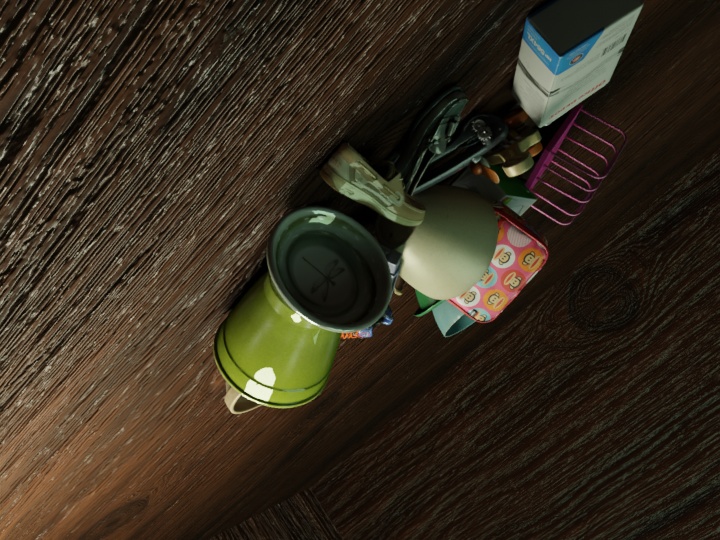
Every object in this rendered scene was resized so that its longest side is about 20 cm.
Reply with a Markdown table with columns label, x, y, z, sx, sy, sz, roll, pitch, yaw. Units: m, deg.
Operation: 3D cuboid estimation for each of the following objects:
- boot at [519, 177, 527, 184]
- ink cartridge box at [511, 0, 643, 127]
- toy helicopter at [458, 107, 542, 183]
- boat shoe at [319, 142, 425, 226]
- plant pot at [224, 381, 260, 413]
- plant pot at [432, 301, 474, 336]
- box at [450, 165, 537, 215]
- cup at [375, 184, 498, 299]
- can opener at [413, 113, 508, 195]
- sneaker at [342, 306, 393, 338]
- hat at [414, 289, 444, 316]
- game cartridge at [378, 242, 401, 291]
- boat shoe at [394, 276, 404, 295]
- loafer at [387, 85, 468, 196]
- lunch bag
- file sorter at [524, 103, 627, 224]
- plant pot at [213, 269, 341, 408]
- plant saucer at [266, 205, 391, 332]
| label | x | y | z | sx | sy | sz | roll | pitch | yaw |
| --- | --- | --- | --- | --- | --- | --- | --- | --- | --- |
| boot | 0.285 | -0.115 | 1.656 | 0.131 | 0.068 | 0.200 | -23 | 160 | -52 |
| ink cartridge box | 0.312 | -0.323 | 1.124 | 0.146 | 0.084 | 0.200 | -34 | 163 | -7 |
| toy helicopter | 0.231 | -0.187 | 1.224 | 0.132 | 0.079 | 0.200 | -26 | -161 | 11 |
| boat shoe | 0.033 | -0.119 | 1.072 | 0.200 | 0.071 | 0.065 | 20 | 113 | -46 |
| plant pot | -0.186 | 0.181 | 1.461 | 0.201 | 0.093 | 0.201 | -33 | 162 | -12 |
| plant pot | 0.252 | 0.053 | 1.900 | 0.200 | 0.135 | 0.200 | -32 | 162 | -12 |
| box | 0.224 | -0.116 | 1.480 | 0.176 | 0.097 | 0.200 | -46 | 161 | 22 |
| cup | 0.109 | -0.064 | 1.280 | 0.143 | 0.200 | 0.200 | 20 | 125 | -41 |
| can opener | 0.148 | -0.182 | 1.211 | 0.200 | 0.063 | 0.079 | -36 | 163 | -2 |
| sneaker | -0.009 | 0.117 | 1.661 | 0.200 | 0.078 | 0.075 | -29 | 161 | -23 |
| hat | 0.120 | -0.024 | 1.505 | 0.166 | 0.176 | 0.200 | -40 | -179 | -4 |
| game cartridge | 0.000 | 0.000 | 1.295 | 0.038 | 0.130 | 0.200 | -57 | 171 | -23 |
| boat shoe | 0.066 | 0.019 | 1.552 | 0.202 | 0.075 | 0.075 | -41 | 162 | 14 |
| loafer | 0.101 | -0.180 | 1.123 | 0.072 | 0.063 | 0.200 | -16 | 154 | -48 |
| lunch bag | 0.219 | -0.024 | 1.364 | 0.200 | 0.176 | 0.082 | -52 | -175 | 22 |
| file sorter | 0.423 | -0.203 | 1.518 | 0.139 | 0.125 | 0.200 | -53 | 169 | -22 |
| plant pot | -0.107 | 0.078 | 1.186 | 0.200 | 0.200 | 0.193 | -21 | 153 | -42 |
| plant saucer | -0.050 | 0.003 | 1.091 | 0.200 | 0.200 | 0.050 | -21 | 166 | -41 |
